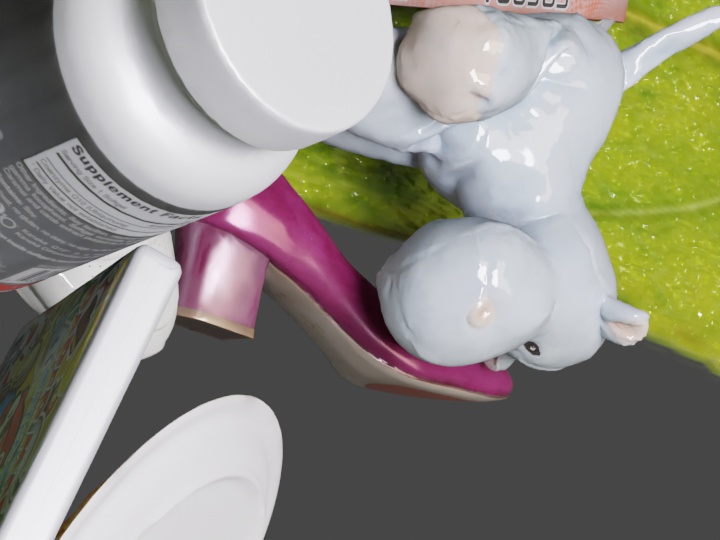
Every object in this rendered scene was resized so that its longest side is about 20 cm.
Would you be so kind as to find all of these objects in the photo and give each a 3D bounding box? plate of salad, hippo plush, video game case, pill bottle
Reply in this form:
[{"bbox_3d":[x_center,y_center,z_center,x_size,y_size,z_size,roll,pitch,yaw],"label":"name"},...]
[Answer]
[{"bbox_3d":[-0.101,0.135,1.091,0.200,0.048,0.201,-47,155,-30],"label":"plate of salad"},{"bbox_3d":[0.052,-0.034,1.189,0.199,0.159,0.162,-5,92,-44],"label":"hippo plush"},{"bbox_3d":[-0.144,0.096,1.016,0.023,0.182,0.201,30,69,-14],"label":"video game case"},{"bbox_3d":[-0.089,-0.069,0.958,0.116,0.199,0.117,18,63,-41],"label":"pill bottle"}]

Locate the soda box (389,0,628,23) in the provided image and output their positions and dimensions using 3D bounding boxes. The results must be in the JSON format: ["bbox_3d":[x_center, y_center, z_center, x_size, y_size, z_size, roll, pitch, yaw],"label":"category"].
[{"bbox_3d":[0.050,-0.156,1.224,0.199,0.063,0.069,-3,104,-51],"label":"soda box"}]

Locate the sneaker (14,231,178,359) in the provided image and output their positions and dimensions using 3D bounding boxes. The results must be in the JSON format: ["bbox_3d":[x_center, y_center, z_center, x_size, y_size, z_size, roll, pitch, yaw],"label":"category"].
[{"bbox_3d":[-0.115,-0.054,1.094,0.075,0.099,0.201,-29,108,-38],"label":"sneaker"}]

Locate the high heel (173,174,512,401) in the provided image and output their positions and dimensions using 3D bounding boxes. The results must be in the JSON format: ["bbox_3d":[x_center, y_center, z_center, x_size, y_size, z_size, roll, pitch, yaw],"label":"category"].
[{"bbox_3d":[0.000,0.000,1.207,0.199,0.067,0.097,20,77,-38],"label":"high heel"}]
